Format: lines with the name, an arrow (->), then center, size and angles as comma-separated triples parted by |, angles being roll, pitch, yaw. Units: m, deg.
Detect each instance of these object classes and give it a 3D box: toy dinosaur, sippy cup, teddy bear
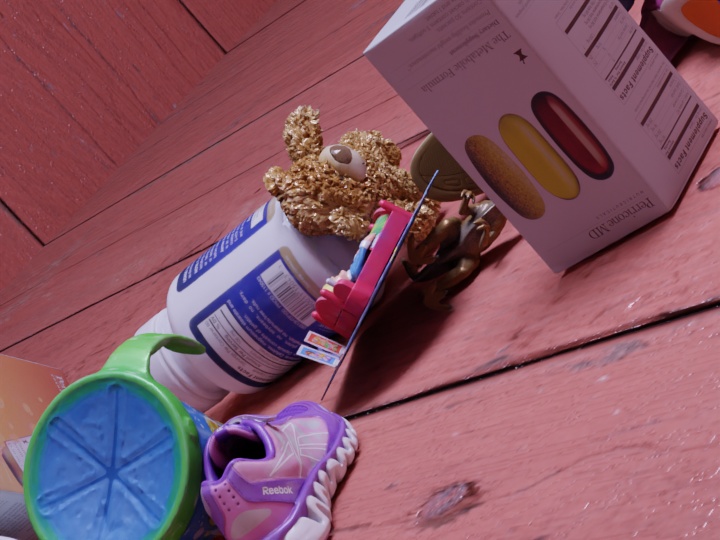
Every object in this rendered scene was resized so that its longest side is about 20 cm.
toy dinosaur -> 0.071, -0.013, 1.594 | 0.106, 0.060, 0.200 | -39, -3, -44
sippy cup -> -0.140, 0.144, 1.466 | 0.178, 0.140, 0.130 | -52, -28, 10
teddy bear -> 0.002, -0.076, 1.727 | 0.067, 0.146, 0.199 | -42, -28, 24

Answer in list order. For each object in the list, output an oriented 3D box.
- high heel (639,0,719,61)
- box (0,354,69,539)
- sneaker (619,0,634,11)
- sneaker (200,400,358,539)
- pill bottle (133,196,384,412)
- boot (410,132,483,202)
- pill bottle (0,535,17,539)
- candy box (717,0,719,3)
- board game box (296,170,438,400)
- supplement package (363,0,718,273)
high heel -> 0.261, -0.208, 1.576 | 0.096, 0.067, 0.200 | -59, 4, -19
box -> -0.306, 0.156, 1.743 | 0.106, 0.153, 0.200 | -39, -25, 16
sneaker -> 0.166, -0.154, 1.619 | 0.200, 0.109, 0.070 | -38, 10, -4
sneaker -> -0.061, 0.126, 1.419 | 0.080, 0.089, 0.200 | -40, 11, 18
pill bottle -> -0.088, 0.030, 1.754 | 0.200, 0.120, 0.120 | -37, 14, 25
boot -> 0.121, -0.139, 1.768 | 0.200, 0.073, 0.156 | -40, 13, 4
pill bottle -> -0.271, 0.261, 1.574 | 0.113, 0.113, 0.200 | -43, 12, -2
candy box -> 0.245, -0.096, 0.934 | 0.077, 0.200, 0.169 | -44, 11, -2
board game box -> 0.000, 0.000, 1.598 | 0.159, 0.039, 0.200 | -64, -1, 22
supplement package -> 0.121, -0.120, 1.403 | 0.114, 0.200, 0.110 | -32, 15, 43
